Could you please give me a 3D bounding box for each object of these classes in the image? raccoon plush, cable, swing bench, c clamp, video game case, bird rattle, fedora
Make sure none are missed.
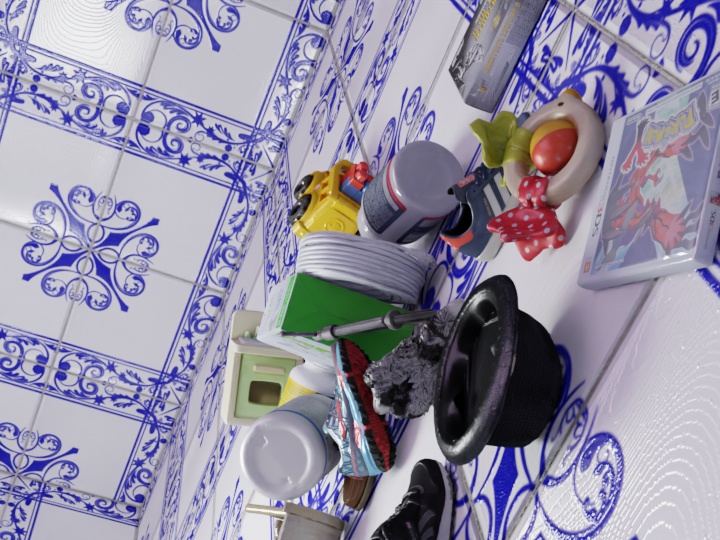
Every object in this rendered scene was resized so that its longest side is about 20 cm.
[{"bbox_3d":[0.084,0.120,1.369,0.200,0.097,0.134,-40,5,6],"label":"raccoon plush"},{"bbox_3d":[0.000,0.000,1.523,0.200,0.198,0.070,149,136,-74],"label":"cable"},{"bbox_3d":[-0.110,0.462,1.522,0.200,0.129,0.200,-27,46,63],"label":"swing bench"},{"bbox_3d":[0.016,0.077,1.398,0.199,0.170,0.027,-14,81,39],"label":"c clamp"},{"bbox_3d":[0.276,-0.080,0.945,0.200,0.023,0.184,158,129,-71],"label":"video game case"},{"bbox_3d":[0.201,-0.119,1.139,0.163,0.112,0.201,-43,30,29],"label":"bird rattle"},{"bbox_3d":[0.148,0.110,1.047,0.201,0.091,0.202,-161,90,-76],"label":"fedora"}]

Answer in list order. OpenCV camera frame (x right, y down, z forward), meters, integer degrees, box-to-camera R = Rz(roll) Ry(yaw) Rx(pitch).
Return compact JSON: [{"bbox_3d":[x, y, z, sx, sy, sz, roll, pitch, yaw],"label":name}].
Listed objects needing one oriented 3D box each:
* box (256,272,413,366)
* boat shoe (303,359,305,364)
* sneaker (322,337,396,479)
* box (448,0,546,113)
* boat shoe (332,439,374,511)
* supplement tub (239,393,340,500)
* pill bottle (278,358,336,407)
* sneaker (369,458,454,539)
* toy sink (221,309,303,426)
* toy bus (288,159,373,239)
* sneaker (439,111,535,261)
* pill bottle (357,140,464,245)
[{"bbox_3d":[-0.041,0.090,1.568,0.176,0.199,0.097,154,134,-72],"label":"box"},{"bbox_3d":[-0.074,0.197,1.842,0.073,0.072,0.201,-95,17,-47],"label":"boat shoe"},{"bbox_3d":[-0.022,0.196,1.433,0.095,0.079,0.201,-25,68,28],"label":"sneaker"},{"bbox_3d":[0.203,-0.355,1.509,0.159,0.048,0.201,-97,29,-61],"label":"box"},{"bbox_3d":[-0.011,0.255,1.512,0.072,0.068,0.201,134,150,-56],"label":"boat shoe"},{"bbox_3d":[-0.096,0.267,1.559,0.200,0.131,0.133,-7,-63,-78],"label":"supplement tub"},{"bbox_3d":[-0.081,0.232,1.716,0.112,0.112,0.201,-140,68,-75],"label":"pill bottle"},{"bbox_3d":[0.056,0.297,1.171,0.201,0.087,0.076,-86,20,-45],"label":"sneaker"},{"bbox_3d":[-0.176,0.180,1.850,0.112,0.129,0.202,-173,91,-77],"label":"toy sink"},{"bbox_3d":[-0.038,-0.153,2.034,0.192,0.135,0.201,-47,23,31],"label":"toy bus"},{"bbox_3d":[0.162,-0.114,1.289,0.075,0.084,0.201,-128,58,-73],"label":"sneaker"},{"bbox_3d":[0.068,-0.107,1.563,0.200,0.119,0.120,139,147,-62],"label":"pill bottle"}]
